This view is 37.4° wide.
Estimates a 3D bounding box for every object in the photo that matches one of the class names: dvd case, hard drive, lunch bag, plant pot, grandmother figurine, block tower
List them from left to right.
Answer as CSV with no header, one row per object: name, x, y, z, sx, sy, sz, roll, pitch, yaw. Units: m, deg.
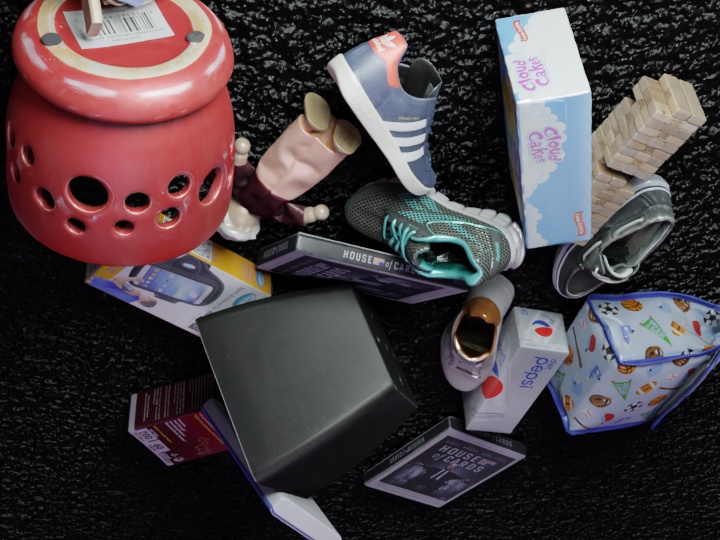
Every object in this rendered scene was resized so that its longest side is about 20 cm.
plant pot,-0.201,-0.132,0.904,0.199,0.201,0.183,5,138,-10
hard drive,-0.111,0.247,1.301,0.025,0.200,0.132,-45,134,-2
grandmother figurine,-0.083,-0.090,1.082,0.121,0.061,0.200,45,129,-11
plant pot,-0.047,0.127,1.225,0.177,0.200,0.200,-26,159,5
dvd case,0.000,0.000,1.167,0.199,0.025,0.150,12,169,-20
dvd case,0.124,0.289,1.581,0.150,0.025,0.200,23,135,-30
block tower,0.259,-0.110,1.079,0.054,0.058,0.200,15,136,-22
lunch bag,0.355,0.115,1.321,0.199,0.124,0.170,-4,144,-22

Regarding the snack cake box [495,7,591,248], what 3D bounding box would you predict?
snack cake box,0.174,-0.129,1.000,0.067,0.116,0.200,-8,141,6

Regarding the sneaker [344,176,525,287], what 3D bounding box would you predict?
sneaker,0.063,-0.037,1.078,0.199,0.091,0.078,16,123,26

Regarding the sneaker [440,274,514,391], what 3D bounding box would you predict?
sneaker,0.128,0.094,1.289,0.072,0.085,0.201,21,138,12

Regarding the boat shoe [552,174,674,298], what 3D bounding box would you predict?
boat shoe,0.274,-0.021,1.177,0.072,0.071,0.200,10,140,-17

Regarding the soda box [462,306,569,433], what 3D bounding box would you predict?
soda box,0.195,0.133,1.370,0.068,0.064,0.200,8,140,-14

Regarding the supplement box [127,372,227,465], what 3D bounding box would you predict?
supplement box,-0.195,0.191,1.418,0.199,0.061,0.109,-17,139,15

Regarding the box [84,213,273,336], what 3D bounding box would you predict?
box,-0.197,0.013,1.212,0.200,0.042,0.119,31,130,-32

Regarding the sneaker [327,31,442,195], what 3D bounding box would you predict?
sneaker,0.048,-0.147,1.008,0.084,0.075,0.200,-33,145,6

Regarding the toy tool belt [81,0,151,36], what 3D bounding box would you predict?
toy tool belt,-0.164,-0.277,0.783,0.124,0.123,0.200,16,137,-23
